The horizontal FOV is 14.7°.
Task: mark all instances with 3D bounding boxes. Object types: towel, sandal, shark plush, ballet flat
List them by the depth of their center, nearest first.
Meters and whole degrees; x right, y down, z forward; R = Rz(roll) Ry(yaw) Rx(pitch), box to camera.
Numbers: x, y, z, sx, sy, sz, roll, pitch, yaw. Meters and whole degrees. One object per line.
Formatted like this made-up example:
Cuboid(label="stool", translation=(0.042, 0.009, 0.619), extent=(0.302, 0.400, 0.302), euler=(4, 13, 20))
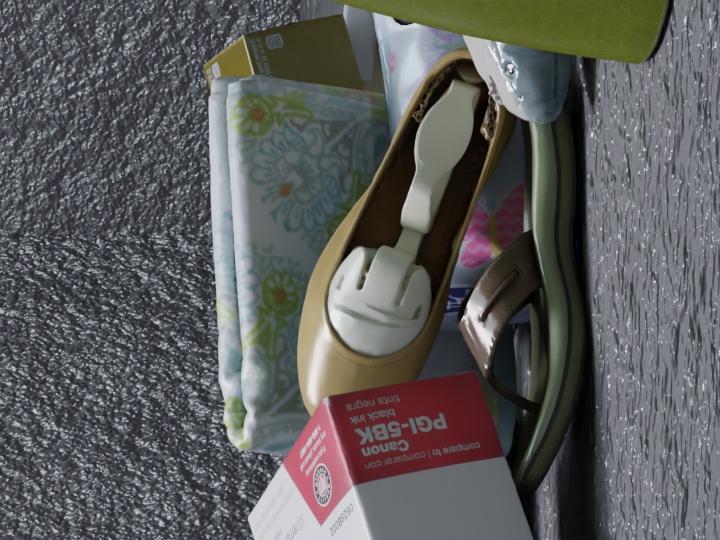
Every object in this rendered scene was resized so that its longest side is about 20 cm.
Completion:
Cuboid(label="shark plush", translation=(0.093, -0.173, 1.286), extent=(0.083, 0.090, 0.201), euler=(41, 112, 59))
Cuboid(label="sandal", translation=(0.074, 0.009, 1.324), extent=(0.080, 0.057, 0.202), euler=(108, 162, -75))
Cuboid(label="ballet flat", translation=(0.019, -0.019, 1.335), extent=(0.063, 0.068, 0.201), euler=(88, -158, -78))
Cuboid(label="towel", translation=(0.000, 0.000, 1.447), extent=(0.048, 0.170, 0.202), euler=(-23, 66, 53))

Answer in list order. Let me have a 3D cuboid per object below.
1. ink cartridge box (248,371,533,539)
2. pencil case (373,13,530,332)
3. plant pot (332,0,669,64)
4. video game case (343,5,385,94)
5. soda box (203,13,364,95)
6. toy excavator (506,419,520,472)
Cuboid(label="ink cartridge box", translation=(0.027, 0.171, 1.301), extent=(0.147, 0.082, 0.201), euler=(121, 136, -56))
Cuboid(label="pencil case", translation=(0.051, -0.068, 1.423), extent=(0.083, 0.090, 0.202), euler=(47, -139, -69))
Cuboid(label="plant pot", translation=(0.017, -0.178, 1.127), extent=(0.187, 0.198, 0.189), euler=(180, 90, -86))
Cuboid(label="video game case", translation=(0.013, -0.176, 1.646), extent=(0.182, 0.024, 0.201), euler=(75, -159, -74))
Cuboid(label="soda box", translation=(-0.021, -0.031, 1.518), extent=(0.068, 0.064, 0.201), euler=(-26, 80, 65))
Cuboid(label="toy excavator", translation=(0.035, 0.156, 1.476), extent=(0.200, 0.193, 0.101), euler=(-42, -40, -56))
